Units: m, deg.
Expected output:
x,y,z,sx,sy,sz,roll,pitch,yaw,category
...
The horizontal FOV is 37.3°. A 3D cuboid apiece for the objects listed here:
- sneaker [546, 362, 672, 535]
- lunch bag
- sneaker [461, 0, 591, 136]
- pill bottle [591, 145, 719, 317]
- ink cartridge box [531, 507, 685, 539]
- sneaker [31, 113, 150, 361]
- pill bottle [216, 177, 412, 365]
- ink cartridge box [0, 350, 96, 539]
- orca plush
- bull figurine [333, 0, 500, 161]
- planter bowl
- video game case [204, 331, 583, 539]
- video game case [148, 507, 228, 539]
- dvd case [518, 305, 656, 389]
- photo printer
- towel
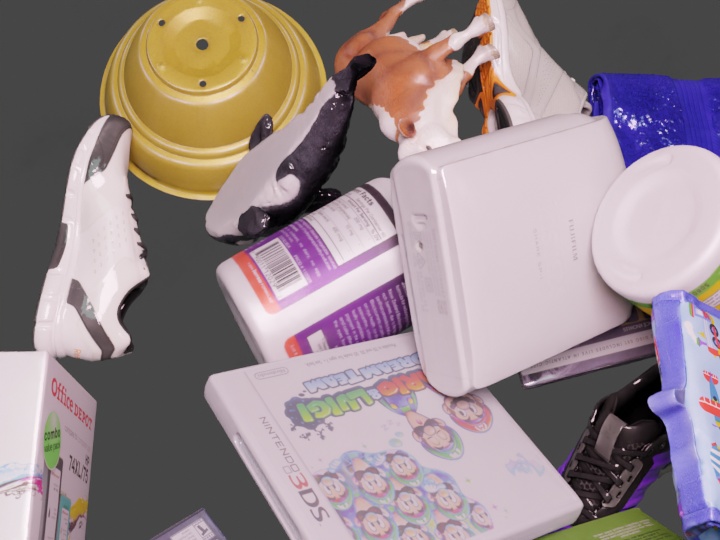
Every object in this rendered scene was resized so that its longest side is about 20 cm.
x,y,z,sx,sy,sz,roll,pitch,yaw,category
0.172,0.139,0.759,0.069,0.100,0.200,34,69,29,sneaker
0.241,0.113,0.690,0.199,0.093,0.153,30,50,-37,lunch bag
0.142,-0.153,0.890,0.090,0.076,0.203,1,61,-14,sneaker
0.265,0.004,0.766,0.199,0.110,0.113,30,65,-36,pill bottle
0.147,0.280,0.704,0.145,0.076,0.204,-8,108,-25,ink cartridge box
-0.199,-0.024,0.845,0.078,0.074,0.204,8,78,-3,sneaker
0.000,0.000,0.810,0.198,0.112,0.112,-29,72,-11,pill bottle
-0.273,0.170,0.727,0.143,0.147,0.204,0,70,0,ink cartridge box
-0.041,-0.081,0.826,0.070,0.201,0.106,22,29,-31,orca plush
0.044,-0.155,0.848,0.121,0.065,0.200,-39,39,-3,bull figurine
-0.127,-0.168,0.886,0.196,0.084,0.204,0,69,0,planter bowl
0.022,0.118,0.705,0.197,0.024,0.182,-9,43,-35,video game case
-0.096,0.269,0.714,0.201,0.019,0.142,49,35,14,video game case
0.173,-0.017,0.869,0.146,0.016,0.203,-13,71,-5,dvd case
0.122,-0.020,0.768,0.198,0.069,0.170,-18,104,-34,photo printer
0.287,-0.096,0.872,0.196,0.050,0.151,2,69,-5,towel
